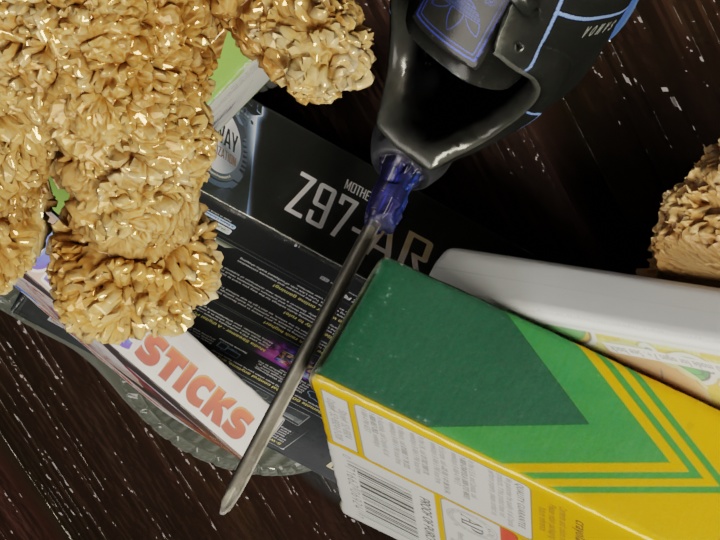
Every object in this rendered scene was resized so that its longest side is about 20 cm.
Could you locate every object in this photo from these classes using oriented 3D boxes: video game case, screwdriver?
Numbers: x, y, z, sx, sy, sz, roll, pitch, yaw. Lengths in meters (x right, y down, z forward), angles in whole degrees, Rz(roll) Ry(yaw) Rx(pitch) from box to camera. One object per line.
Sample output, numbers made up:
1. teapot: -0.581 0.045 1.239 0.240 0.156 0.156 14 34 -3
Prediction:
1. video game case: 0.139 0.063 0.890 0.200 0.023 0.182 9 151 44
2. screwdriver: 0.000 0.000 0.900 0.028 0.200 0.029 -11 137 45

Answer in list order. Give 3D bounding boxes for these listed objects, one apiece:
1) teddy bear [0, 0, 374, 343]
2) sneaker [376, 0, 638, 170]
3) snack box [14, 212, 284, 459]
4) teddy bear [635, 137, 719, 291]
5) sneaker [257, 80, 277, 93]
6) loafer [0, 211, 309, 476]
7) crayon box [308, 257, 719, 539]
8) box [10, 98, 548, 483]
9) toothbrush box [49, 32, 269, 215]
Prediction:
1. teddy bear: -0.075 -0.067 0.768 0.145 0.067 0.200 35 120 1
2. sneaker: 0.053 -0.100 0.761 0.070 0.078 0.200 36 149 13
3. snack box: -0.110 -0.005 0.957 0.200 0.024 0.072 44 170 -34
4. teddy bear: 0.186 0.016 0.847 0.200 0.067 0.145 22 154 22
5. sneaker: -0.102 -0.125 0.994 0.200 0.060 0.104 16 145 42
6. loafer: -0.080 0.009 1.137 0.200 0.070 0.075 38 135 -18
7. crayon box: 0.087 0.080 0.897 0.200 0.052 0.126 26 160 15
8. box: -0.012 0.019 1.026 0.200 0.044 0.160 28 152 -11
9. toothbrush box: -0.102 -0.132 0.895 0.200 0.146 0.086 42 157 0
